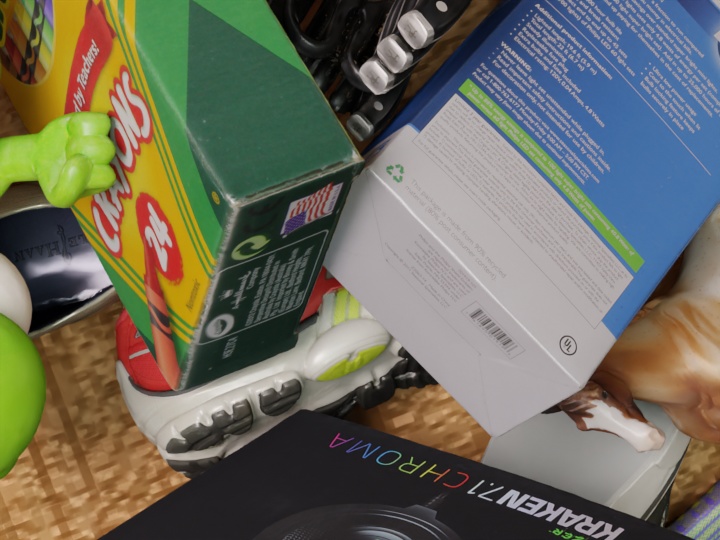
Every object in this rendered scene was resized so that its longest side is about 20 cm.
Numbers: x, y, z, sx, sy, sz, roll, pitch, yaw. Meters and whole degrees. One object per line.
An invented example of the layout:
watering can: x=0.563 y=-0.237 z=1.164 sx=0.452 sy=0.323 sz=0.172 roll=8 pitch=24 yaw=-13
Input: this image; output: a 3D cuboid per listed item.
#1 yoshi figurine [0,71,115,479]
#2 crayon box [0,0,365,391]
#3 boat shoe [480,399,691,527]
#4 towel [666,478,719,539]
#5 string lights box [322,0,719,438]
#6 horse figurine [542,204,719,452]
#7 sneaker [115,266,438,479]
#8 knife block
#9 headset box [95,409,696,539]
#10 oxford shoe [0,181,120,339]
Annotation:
yoshi figurine: x=-0.140 y=-0.015 z=0.773 sx=0.112 sy=0.112 sz=0.201 roll=-2 pitch=110 yaw=24
crayon box: x=-0.079 y=-0.075 z=0.820 sx=0.051 sy=0.127 sz=0.200 roll=-21 pitch=67 yaw=-23
boat shoe: x=0.075 y=0.108 z=0.920 sx=0.200 sy=0.071 sz=0.064 roll=-58 pitch=141 yaw=-18
towel: x=0.154 y=0.161 z=0.961 sx=0.200 sy=0.023 sz=0.144 roll=-43 pitch=97 yaw=-1
string lights box: x=0.077 y=-0.048 z=0.858 sx=0.103 sy=0.059 sz=0.200 roll=46 pitch=53 yaw=-6
horse figurine: x=0.157 y=0.014 z=0.905 sx=0.132 sy=0.050 sz=0.200 roll=27 pitch=56 yaw=5
sneaker: x=0.000 y=0.000 z=0.905 sx=0.199 sy=0.077 sz=0.085 roll=-24 pitch=65 yaw=-14
knife block: x=0.033 y=-0.142 z=0.839 sx=0.064 sy=0.176 sz=0.200 roll=35 pitch=91 yaw=-9
headset box: x=-0.014 y=0.143 z=0.774 sx=0.200 sy=0.174 sz=0.093 roll=-30 pitch=126 yaw=-44
oxford shoe: x=-0.164 y=0.007 z=0.885 sx=0.199 sy=0.074 sz=0.071 roll=-22 pitch=98 yaw=-3
